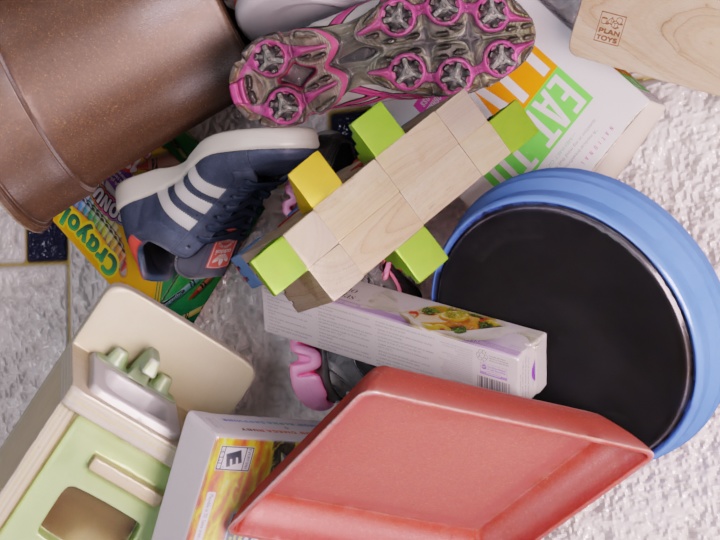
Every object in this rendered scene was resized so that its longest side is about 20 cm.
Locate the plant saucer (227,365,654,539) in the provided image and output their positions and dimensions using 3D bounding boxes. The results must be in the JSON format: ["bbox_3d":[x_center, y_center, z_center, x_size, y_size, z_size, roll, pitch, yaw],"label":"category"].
[{"bbox_3d":[0.044,0.125,0.915,0.200,0.199,0.037,-49,35,46],"label":"plant saucer"}]

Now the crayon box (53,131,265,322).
[{"bbox_3d":[-0.180,-0.064,1.167,0.200,0.058,0.119,44,113,27],"label":"crayon box"}]

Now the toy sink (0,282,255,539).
[{"bbox_3d":[-0.170,0.131,1.027,0.200,0.130,0.112,-55,17,5],"label":"toy sink"}]

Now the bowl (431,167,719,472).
[{"bbox_3d":[0.131,0.036,0.918,0.200,0.039,0.201,18,122,31],"label":"bowl"}]

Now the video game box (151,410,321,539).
[{"bbox_3d":[-0.058,0.199,1.006,0.047,0.182,0.200,30,107,48],"label":"video game box"}]

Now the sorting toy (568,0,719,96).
[{"bbox_3d":[0.249,-0.196,0.863,0.200,0.070,0.199,22,102,33],"label":"sorting toy"}]

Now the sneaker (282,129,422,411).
[{"bbox_3d":[0.000,0.000,1.041,0.095,0.079,0.201,-1,96,26],"label":"sneaker"}]

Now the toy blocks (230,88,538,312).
[{"bbox_3d":[0.002,-0.040,0.940,0.100,0.200,0.137,53,161,-7],"label":"toy blocks"}]

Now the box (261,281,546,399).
[{"bbox_3d":[0.025,0.040,0.949,0.200,0.039,0.042,15,120,32],"label":"box"}]

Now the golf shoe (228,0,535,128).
[{"bbox_3d":[0.014,-0.145,0.965,0.199,0.092,0.073,-9,101,4],"label":"golf shoe"}]

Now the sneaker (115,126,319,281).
[{"bbox_3d":[-0.095,-0.042,1.026,0.200,0.075,0.085,-20,76,48],"label":"sneaker"}]

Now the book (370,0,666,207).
[{"bbox_3d":[0.094,-0.120,0.990,0.200,0.048,0.134,47,114,29],"label":"book"}]

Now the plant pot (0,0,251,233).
[{"bbox_3d":[-0.187,-0.159,1.052,0.198,0.200,0.201,-26,73,2],"label":"plant pot"}]

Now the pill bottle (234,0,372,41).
[{"bbox_3d":[-0.030,-0.259,1.023,0.112,0.112,0.201,-11,68,34],"label":"pill bottle"}]
